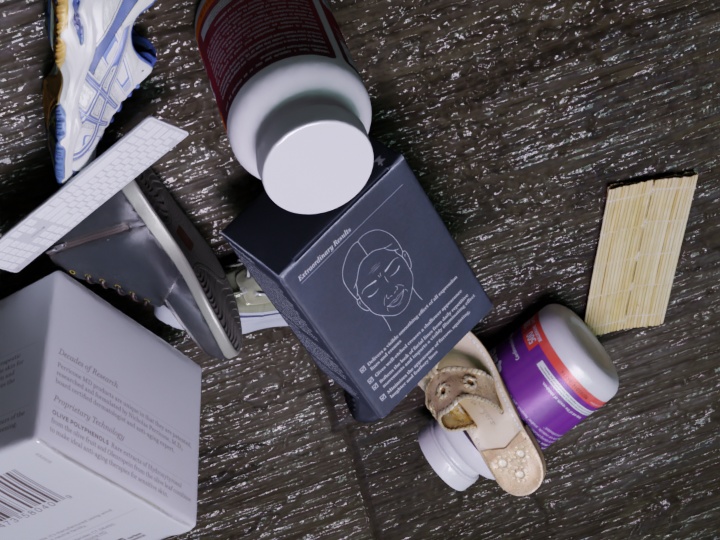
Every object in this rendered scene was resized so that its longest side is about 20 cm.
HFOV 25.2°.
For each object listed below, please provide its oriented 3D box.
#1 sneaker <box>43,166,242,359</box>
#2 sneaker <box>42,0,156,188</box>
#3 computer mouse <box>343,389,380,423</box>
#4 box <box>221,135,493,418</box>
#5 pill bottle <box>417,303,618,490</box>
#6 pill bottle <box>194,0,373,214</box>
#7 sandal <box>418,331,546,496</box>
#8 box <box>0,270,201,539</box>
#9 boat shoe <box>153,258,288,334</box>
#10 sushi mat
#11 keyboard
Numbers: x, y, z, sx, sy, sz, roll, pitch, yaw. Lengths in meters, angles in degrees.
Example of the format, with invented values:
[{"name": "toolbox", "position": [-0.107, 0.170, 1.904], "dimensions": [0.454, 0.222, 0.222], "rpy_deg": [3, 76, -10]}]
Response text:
[{"name": "sneaker", "position": [-0.187, 0.004, 1.385], "dimensions": [0.105, 0.075, 0.201], "rpy_deg": [-28, 104, 16]}, {"name": "sneaker", "position": [-0.202, -0.146, 1.266], "dimensions": [0.087, 0.076, 0.202], "rpy_deg": [-6, 135, -21]}, {"name": "computer mouse", "position": [0.011, 0.081, 1.582], "dimensions": [0.058, 0.034, 0.202], "rpy_deg": [-12, 133, -9]}, {"name": "box", "position": [0.000, 0.000, 1.409], "dimensions": [0.148, 0.107, 0.201], "rpy_deg": [-43, 130, -11]}, {"name": "pill bottle", "position": [0.155, 0.133, 1.628], "dimensions": [0.199, 0.113, 0.112], "rpy_deg": [-40, 132, 16]}, {"name": "pill bottle", "position": [-0.056, -0.140, 1.236], "dimensions": [0.111, 0.201, 0.114], "rpy_deg": [-10, 134, -11]}, {"name": "sandal", "position": [0.104, 0.128, 1.545], "dimensions": [0.077, 0.070, 0.213], "rpy_deg": [-36, 89, 17]}, {"name": "box", "position": [-0.273, 0.144, 1.404], "dimensions": [0.197, 0.173, 0.200], "rpy_deg": [-25, 138, 28]}, {"name": "boat shoe", "position": [-0.093, 0.015, 1.469], "dimensions": [0.198, 0.072, 0.063], "rpy_deg": [-3, 115, -28]}, {"name": "sushi mat", "position": [0.276, -0.014, 1.609], "dimensions": [0.094, 0.012, 0.202], "rpy_deg": [-7, 132, -12]}, {"name": "keyboard", "position": [-0.226, -0.060, 1.304], "dimensions": [0.199, 0.011, 0.056], "rpy_deg": [-37, 163, 18]}]
